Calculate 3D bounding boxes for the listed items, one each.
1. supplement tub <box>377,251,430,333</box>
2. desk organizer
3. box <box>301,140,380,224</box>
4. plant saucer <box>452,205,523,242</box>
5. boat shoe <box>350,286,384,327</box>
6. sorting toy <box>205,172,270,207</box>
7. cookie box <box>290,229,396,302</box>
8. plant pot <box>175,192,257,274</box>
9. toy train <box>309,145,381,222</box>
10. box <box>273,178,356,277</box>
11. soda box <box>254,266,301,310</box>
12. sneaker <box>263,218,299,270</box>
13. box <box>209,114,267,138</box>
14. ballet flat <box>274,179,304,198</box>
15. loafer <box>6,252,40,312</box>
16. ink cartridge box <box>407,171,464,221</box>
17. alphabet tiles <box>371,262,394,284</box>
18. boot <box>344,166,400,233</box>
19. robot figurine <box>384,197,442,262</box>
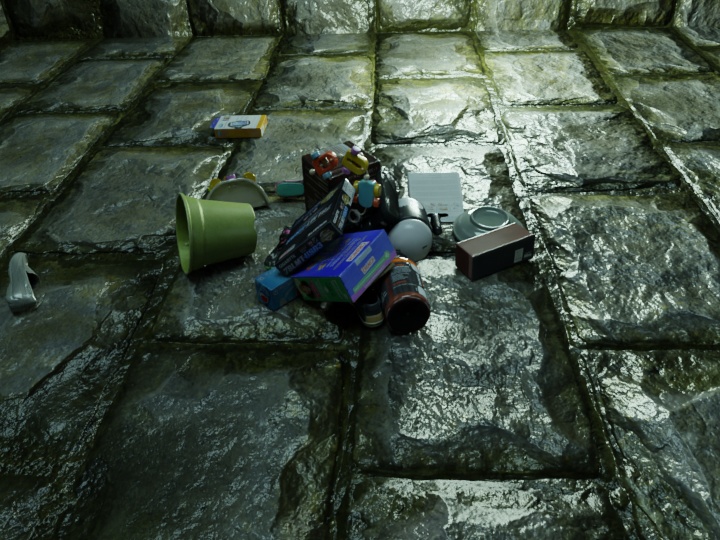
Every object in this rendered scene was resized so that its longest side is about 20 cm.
[{"bbox_3d":[0.094,0.042,1.474,0.104,0.109,0.202,-5,37,-4],"label":"supplement tub"},{"bbox_3d":[0.339,-0.050,1.617,0.196,0.073,0.077,-19,36,-21],"label":"desk organizer"},{"bbox_3d":[-0.050,-0.217,1.756,0.163,0.204,0.164,-23,40,-26],"label":"box"},{"bbox_3d":[0.347,-0.124,1.728,0.194,0.051,0.202,-1,39,1],"label":"plant saucer"},{"bbox_3d":[0.000,0.054,1.500,0.073,0.064,0.201,-15,34,-15],"label":"boat shoe"},{"bbox_3d":[-0.387,-0.240,1.921,0.195,0.110,0.180,-13,18,-14],"label":"sorting toy"},{"bbox_3d":[-0.040,-0.009,1.477,0.171,0.076,0.198,-45,25,-29],"label":"cookie box"},{"bbox_3d":[-0.367,-0.100,1.646,0.180,0.204,0.201,-5,34,-24],"label":"plant pot"},{"bbox_3d":[-0.029,-0.229,1.588,0.149,0.202,0.056,-28,12,32],"label":"toy train"},{"bbox_3d":[-0.105,-0.103,1.527,0.199,0.050,0.200,-36,21,32],"label":"box"},{"bbox_3d":[-0.159,0.015,1.562,0.067,0.065,0.198,28,47,36],"label":"soda box"},{"bbox_3d":[-0.195,-0.067,1.659,0.075,0.085,0.201,9,37,16],"label":"sneaker"},{"bbox_3d":[-0.447,-0.527,2.345,0.194,0.042,0.120,-2,36,5],"label":"box"},{"bbox_3d":[-0.159,-0.246,1.928,0.194,0.071,0.071,1,16,6],"label":"ballet flat"},{"bbox_3d":[-0.832,0.026,1.589,0.068,0.071,0.202,-10,44,-19],"label":"loafer"},{"bbox_3d":[0.220,-0.204,1.876,0.158,0.051,0.204,-1,54,1],"label":"ink cartridge box"},{"bbox_3d":[0.000,0.000,1.516,0.166,0.008,0.199,-38,23,-14],"label":"alphabet tiles"},{"bbox_3d":[0.023,-0.159,1.666,0.167,0.076,0.203,-35,38,31],"label":"boot"},{"bbox_3d":[0.122,-0.106,1.664,0.124,0.151,0.202,32,27,-23],"label":"robot figurine"}]
